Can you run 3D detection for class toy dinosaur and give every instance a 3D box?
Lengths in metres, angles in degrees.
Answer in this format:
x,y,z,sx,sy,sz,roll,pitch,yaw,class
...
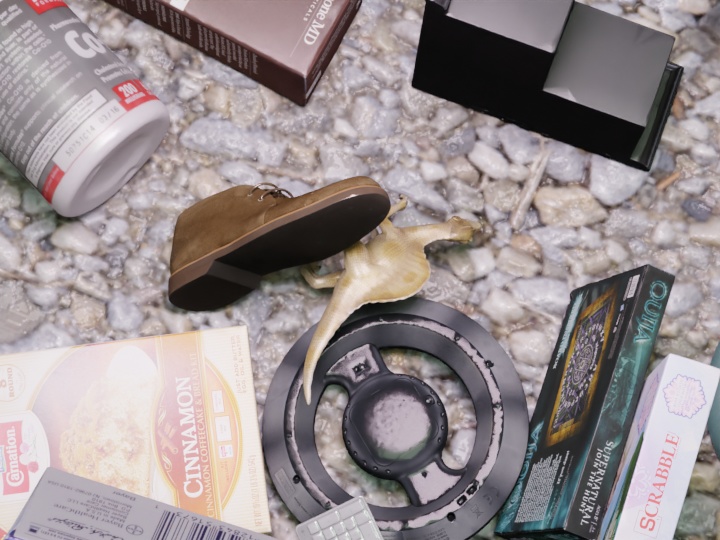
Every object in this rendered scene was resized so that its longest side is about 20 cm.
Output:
x,y,z,sx,sy,sz,roll,pitch,yaw,class
0.000,0.000,1.739,0.200,0.058,0.101,-41,53,-21,toy dinosaur

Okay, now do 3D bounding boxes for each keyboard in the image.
x,y,z,sx,sy,sz,roll,pitch,yaw,class
0.020,0.264,1.694,0.056,0.011,0.201,-26,88,14,keyboard

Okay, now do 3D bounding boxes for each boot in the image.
x,y,z,sx,sy,sz,roll,pitch,yaw,class
-0.065,-0.039,1.722,0.199,0.073,0.076,-22,59,32,boot

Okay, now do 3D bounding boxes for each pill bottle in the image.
x,y,z,sx,sy,sz,roll,pitch,yaw,class
-0.248,-0.147,1.758,0.114,0.114,0.200,-43,82,-11,pill bottle

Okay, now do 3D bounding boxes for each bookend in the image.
x,y,z,sx,sy,sz,roll,pitch,yaw,class
0.147,-0.173,1.734,0.197,0.200,0.093,20,77,4,bookend

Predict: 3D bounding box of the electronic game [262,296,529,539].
x,y,z,sx,sy,sz,roll,pitch,yaw,class
0.026,0.116,1.739,0.198,0.042,0.201,-2,72,5,electronic game

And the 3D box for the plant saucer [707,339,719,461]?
x,y,z,sx,sy,sz,roll,pitch,yaw,class
0.352,0.093,1.733,0.198,0.036,0.202,-3,79,13,plant saucer

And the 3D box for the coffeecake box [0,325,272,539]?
x,y,z,sx,sy,sz,roll,pitch,yaw,class
-0.171,0.132,1.713,0.198,0.073,0.155,-7,77,-3,coffeecake box

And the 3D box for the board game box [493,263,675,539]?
x,y,z,sx,sy,sz,roll,pitch,yaw,class
0.161,0.100,1.701,0.028,0.135,0.201,23,76,-14,board game box

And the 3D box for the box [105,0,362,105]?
x,y,z,sx,sy,sz,roll,pitch,yaw,class
-0.106,-0.222,1.804,0.199,0.075,0.101,28,76,3,box

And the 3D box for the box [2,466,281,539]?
x,y,z,sx,sy,sz,roll,pitch,yaw,class
-0.164,0.265,1.615,0.183,0.105,0.201,17,116,3,box

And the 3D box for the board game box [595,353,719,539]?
x,y,z,sx,sy,sz,roll,pitch,yaw,class
0.189,0.175,1.649,0.041,0.200,0.201,19,75,1,board game box
